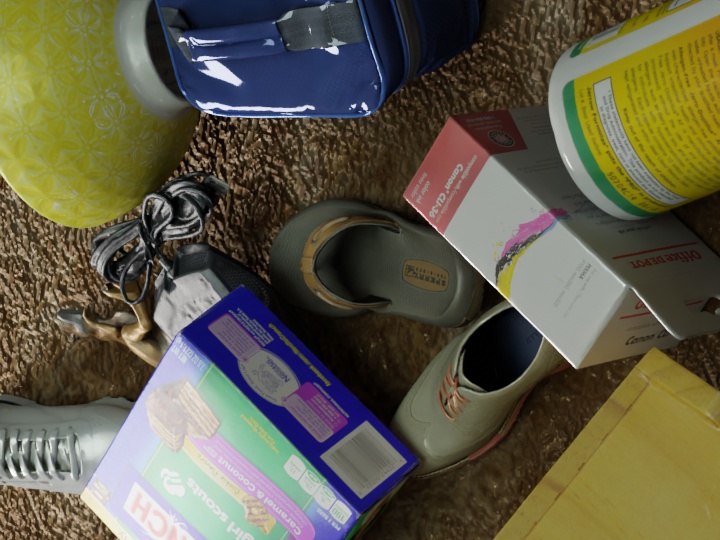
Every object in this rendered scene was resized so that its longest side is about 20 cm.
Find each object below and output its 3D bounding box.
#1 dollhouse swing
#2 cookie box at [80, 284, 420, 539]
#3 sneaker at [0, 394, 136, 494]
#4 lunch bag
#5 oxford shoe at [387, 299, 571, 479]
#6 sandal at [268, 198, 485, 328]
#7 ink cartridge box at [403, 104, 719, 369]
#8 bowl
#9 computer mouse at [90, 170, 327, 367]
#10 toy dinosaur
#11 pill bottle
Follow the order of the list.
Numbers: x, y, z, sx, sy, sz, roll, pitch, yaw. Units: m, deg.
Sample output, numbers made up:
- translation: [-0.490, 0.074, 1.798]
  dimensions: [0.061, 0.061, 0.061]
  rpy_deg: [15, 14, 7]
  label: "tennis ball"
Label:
- translation: [0.173, 0.181, 1.466]
  dimensions: [0.176, 0.182, 0.200]
  rpy_deg: [38, 84, 20]
  label: "dollhouse swing"
- translation: [-0.077, 0.139, 1.731]
  dimensions: [0.171, 0.075, 0.200]
  rpy_deg: [44, 136, 11]
  label: "cookie box"
- translation: [-0.229, 0.132, 1.892]
  dimensions: [0.199, 0.080, 0.077]
  rpy_deg: [-2, 92, 36]
  label: "sneaker"
- translation: [-0.042, -0.174, 1.650]
  dimensions: [0.199, 0.132, 0.136]
  rpy_deg: [1, 115, 39]
  label: "lunch bag"
- translation: [0.070, 0.067, 1.649]
  dimensions: [0.200, 0.074, 0.071]
  rpy_deg: [-47, 68, 33]
  label: "oxford shoe"
- translation: [0.000, 0.000, 1.698]
  dimensions: [0.200, 0.054, 0.082]
  rpy_deg: [15, 104, 49]
  label: "sandal"
- translation: [0.136, -0.010, 1.560]
  dimensions: [0.200, 0.116, 0.068]
  rpy_deg: [46, 122, 26]
  label: "ink cartridge box"
- translation: [-0.162, -0.137, 1.737]
  dimensions: [0.107, 0.200, 0.201]
  rpy_deg: [-13, 87, 31]
  label: "bowl"
- translation: [-0.082, 0.029, 1.759]
  dimensions: [0.200, 0.053, 0.138]
  rpy_deg: [53, 135, -3]
  label: "computer mouse"
- translation: [-0.133, 0.052, 1.833]
  dimensions: [0.200, 0.060, 0.107]
  rpy_deg: [30, 139, 36]
  label: "toy dinosaur"
- translation: [0.215, -0.109, 1.488]
  dimensions: [0.200, 0.113, 0.113]
  rpy_deg: [-23, 82, 38]
  label: "pill bottle"
